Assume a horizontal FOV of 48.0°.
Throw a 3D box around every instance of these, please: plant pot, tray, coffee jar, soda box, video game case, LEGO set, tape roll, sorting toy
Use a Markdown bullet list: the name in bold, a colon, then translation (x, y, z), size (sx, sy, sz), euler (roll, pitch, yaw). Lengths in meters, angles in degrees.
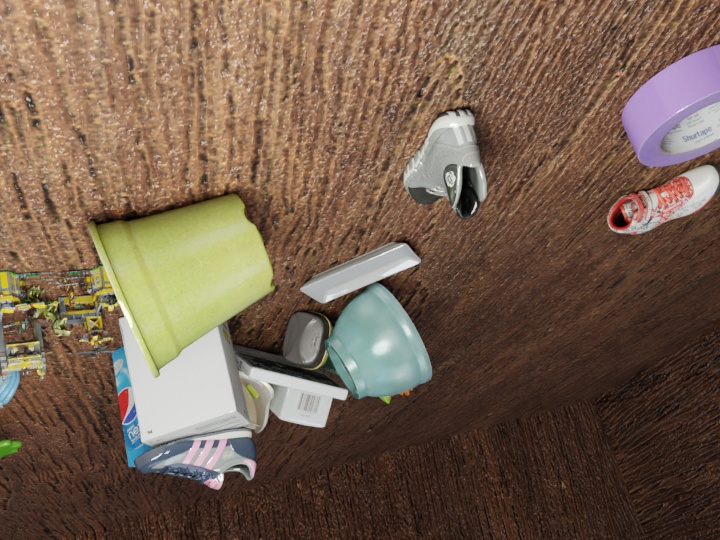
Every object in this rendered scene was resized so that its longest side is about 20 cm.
- **plant pot**: translation (0.018, 0.143, 1.441), size (0.132, 0.202, 0.201), euler (-30, 163, -15)
- **plant pot**: translation (-0.210, 0.000, 1.000), size (0.181, 0.203, 0.201), euler (-24, 161, -14)
- **tray**: translation (0.000, 0.000, 1.369), size (0.196, 0.023, 0.107), euler (-23, 158, 13)
- **coffee jar**: translation (-0.067, 0.141, 1.541), size (0.084, 0.107, 0.199), euler (11, 174, 30)
- **soda box**: translation (-0.366, 0.226, 1.380), size (0.063, 0.204, 0.067), euler (-25, 158, 22)
- **video game case**: translation (-0.144, 0.185, 1.494), size (0.197, 0.024, 0.181), euler (18, -179, -28)
- **LEGO set**: translation (-0.411, 0.078, 1.093), size (0.197, 0.118, 0.153), euler (0, 153, -38)
- **tape roll**: translation (0.470, -0.226, 1.127), size (0.195, 0.067, 0.201), euler (-16, 158, -6)
- **sorting toy**: translation (-0.240, 0.214, 1.490), size (0.196, 0.109, 0.179), euler (21, 157, -20)

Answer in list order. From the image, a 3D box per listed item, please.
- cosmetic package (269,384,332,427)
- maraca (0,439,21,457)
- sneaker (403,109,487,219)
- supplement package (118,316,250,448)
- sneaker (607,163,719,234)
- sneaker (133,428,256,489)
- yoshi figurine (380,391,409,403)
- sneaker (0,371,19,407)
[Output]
- **cosmetic package**: translation (-0.140, 0.234, 1.582), size (0.100, 0.076, 0.199), euler (17, -179, -26)
- **maraca**: translation (-0.737, 0.343, 1.504), size (0.196, 0.110, 0.137), euler (-3, 162, -34)
- **sneaker**: translation (0.112, -0.108, 1.059), size (0.073, 0.118, 0.201), euler (-12, 158, -14)
- **supplement package**: translation (-0.278, 0.160, 1.288), size (0.152, 0.204, 0.111), euler (-17, 160, -1)
- **sneaker**: translation (0.533, -0.122, 1.432), size (0.106, 0.069, 0.200), euler (-2, 157, -41)
- **sneaker**: translation (-0.251, 0.303, 1.262), size (0.196, 0.084, 0.070), euler (-6, 158, -30)
- **yoshi figurine**: translation (0.068, 0.241, 1.961), size (0.111, 0.114, 0.199), euler (39, 150, -17)
- **sneaker**: translation (-0.626, 0.192, 1.263), size (0.196, 0.081, 0.131), euler (-19, 158, 5)
